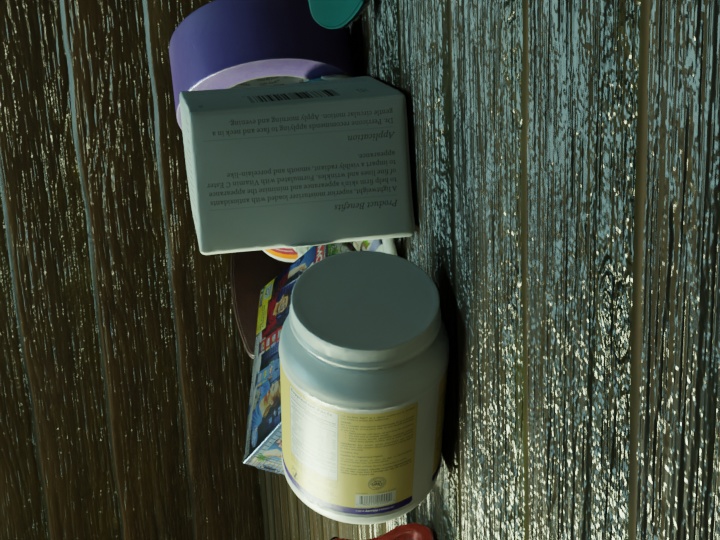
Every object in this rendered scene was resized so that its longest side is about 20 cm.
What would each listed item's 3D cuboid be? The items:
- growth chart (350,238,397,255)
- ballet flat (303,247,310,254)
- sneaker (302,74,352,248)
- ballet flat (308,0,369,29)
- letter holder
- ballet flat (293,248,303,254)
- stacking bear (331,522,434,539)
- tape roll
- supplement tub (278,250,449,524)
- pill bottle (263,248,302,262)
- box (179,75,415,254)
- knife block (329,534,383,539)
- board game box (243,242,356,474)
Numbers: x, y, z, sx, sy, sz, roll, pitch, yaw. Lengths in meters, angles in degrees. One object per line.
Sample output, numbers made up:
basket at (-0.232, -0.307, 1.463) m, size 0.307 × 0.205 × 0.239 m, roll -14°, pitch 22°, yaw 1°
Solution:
growth chart at (0.010, 0.032, 1.398) m, size 0.200 × 0.018 × 0.146 m, roll 126°, pitch 137°, yaw -64°
ballet flat at (-0.037, -0.011, 1.597) m, size 0.067 × 0.067 × 0.202 m, roll -54°, pitch -37°, yaw -55°
sneaker at (-0.038, -0.109, 1.466) m, size 0.078 × 0.079 × 0.202 m, roll -109°, pitch 23°, yaw -67°
ballet flat at (-0.007, -0.310, 1.288) m, size 0.201 × 0.075 × 0.064 m, roll 105°, pitch -171°, yaw -56°
letter holder at (-0.095, 0.066, 1.812) m, size 0.201 × 0.141 × 0.101 m, roll -105°, pitch 13°, yaw -45°
ballet flat at (-0.048, -0.006, 1.675) m, size 0.068 × 0.074 × 0.202 m, roll -111°, pitch 18°, yaw -63°
stacking bear at (0.031, 0.363, 1.327) m, size 0.114 × 0.120 × 0.202 m, roll -100°, pitch -2°, yaw -65°
tape roll at (-0.103, -0.210, 1.492) m, size 0.200 × 0.198 × 0.086 m, roll 104°, pitch 159°, yaw -66°
supplement tub at (0.002, 0.100, 1.183) m, size 0.146 × 0.144 × 0.201 m, roll -106°, pitch 13°, yaw -49°
pill bottle at (-0.086, -0.107, 1.697) m, size 0.201 × 0.108 × 0.110 m, roll 88°, pitch 172°, yaw -56°
box at (-0.065, -0.104, 1.309) m, size 0.200 × 0.197 × 0.132 m, roll -129°, pitch 34°, yaw -74°
knife block at (-0.026, 0.332, 1.461) m, size 0.175 × 0.199 × 0.065 m, roll -2°, pitch 95°, yaw 52°
board game box at (-0.037, 0.076, 1.376) m, size 0.200 × 0.061 × 0.202 m, roll -35°, pitch 43°, yaw 50°
